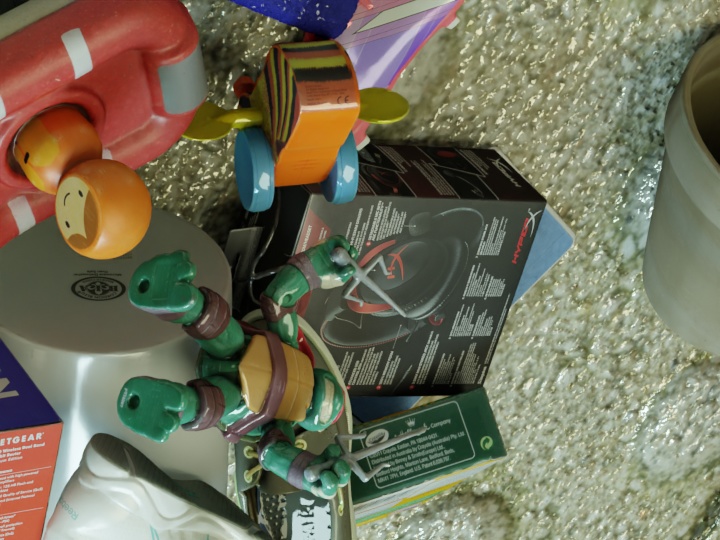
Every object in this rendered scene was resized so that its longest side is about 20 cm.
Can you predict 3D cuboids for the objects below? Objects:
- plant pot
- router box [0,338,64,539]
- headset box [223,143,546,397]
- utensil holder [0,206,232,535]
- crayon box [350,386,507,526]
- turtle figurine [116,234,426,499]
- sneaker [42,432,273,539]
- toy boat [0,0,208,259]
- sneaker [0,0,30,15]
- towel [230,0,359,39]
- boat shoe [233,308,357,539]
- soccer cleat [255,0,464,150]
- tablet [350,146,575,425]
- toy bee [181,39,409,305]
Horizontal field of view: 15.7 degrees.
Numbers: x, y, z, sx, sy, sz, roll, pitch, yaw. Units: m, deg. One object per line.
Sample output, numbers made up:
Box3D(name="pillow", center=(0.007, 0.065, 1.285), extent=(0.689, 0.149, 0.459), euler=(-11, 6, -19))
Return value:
Box3D(name="plant pot", center=(0.277, -0.036, 1.769), extent=(0.199, 0.201, 0.174), euler=(-10, 144, -31))
Box3D(name="router box", center=(-0.244, 0.104, 1.461), extent=(0.049, 0.200, 0.180), euler=(-8, 128, -33))
Box3D(name="headset box", center=(0.000, 0.000, 1.642), extent=(0.199, 0.075, 0.150), euler=(0, 120, -32))
Box3D(name="utensil holder", center=(-0.157, 0.084, 1.537), extent=(0.169, 0.170, 0.201), euler=(-15, 130, -27))
Box3D(name="crayon box", center=(0.005, 0.135, 1.725), extent=(0.125, 0.052, 0.200), euler=(-16, 170, -19))
Box3D(name="turtle figurine", center=(-0.047, 0.058, 1.425), extent=(0.100, 0.151, 0.199), euler=(-25, 155, 33))
Box3D(name="sneaker", center=(-0.107, 0.158, 1.463), extent=(0.080, 0.070, 0.200), euler=(-54, 137, 2))
Box3D(name="toy boat", center=(-0.157, -0.058, 1.361), extent=(0.199, 0.131, 0.131), euler=(-30, 148, -15))
Box3D(name="sneaker", center=(-0.210, -0.150, 1.377), extent=(0.099, 0.071, 0.201), euler=(-24, 139, -26))
Box3D(name="towel", center=(-0.080, -0.216, 1.395), extent=(0.199, 0.049, 0.149), euler=(19, 68, -42))
Box3D(name="boat shoe", center=(-0.041, 0.122, 1.567), extent=(0.072, 0.060, 0.203), euler=(-4, 113, 12))
Box3D(name="soccer cleat", center=(0.016, -0.164, 1.547), extent=(0.076, 0.067, 0.201), euler=(27, 104, -30))
Box3D(name="tablet", center=(0.048, 0.017, 1.750), extent=(0.200, 0.014, 0.130), euler=(-45, 137, 1))
Box3D(name="toy bee", center=(-0.051, -0.080, 1.482), extent=(0.130, 0.109, 0.200), euler=(6, 145, -34))
